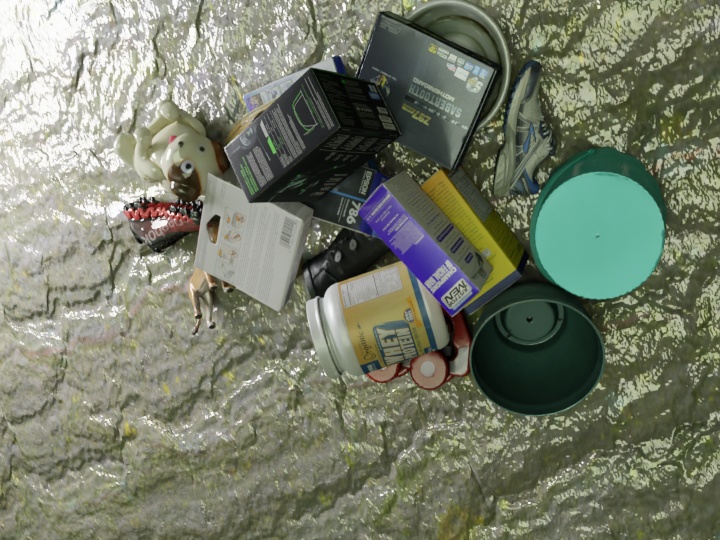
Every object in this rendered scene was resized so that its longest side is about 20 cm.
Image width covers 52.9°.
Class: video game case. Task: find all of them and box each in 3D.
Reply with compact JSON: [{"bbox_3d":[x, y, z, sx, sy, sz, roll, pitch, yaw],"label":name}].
[{"bbox_3d":[-0.082,-0.225,1.203,0.177,0.045,0.205,-14,101,25],"label":"video game case"}]

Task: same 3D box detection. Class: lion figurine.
[{"bbox_3d":[-0.286,0.014,1.342,0.201,0.071,0.124,-50,52,33],"label":"lion figurine"}]

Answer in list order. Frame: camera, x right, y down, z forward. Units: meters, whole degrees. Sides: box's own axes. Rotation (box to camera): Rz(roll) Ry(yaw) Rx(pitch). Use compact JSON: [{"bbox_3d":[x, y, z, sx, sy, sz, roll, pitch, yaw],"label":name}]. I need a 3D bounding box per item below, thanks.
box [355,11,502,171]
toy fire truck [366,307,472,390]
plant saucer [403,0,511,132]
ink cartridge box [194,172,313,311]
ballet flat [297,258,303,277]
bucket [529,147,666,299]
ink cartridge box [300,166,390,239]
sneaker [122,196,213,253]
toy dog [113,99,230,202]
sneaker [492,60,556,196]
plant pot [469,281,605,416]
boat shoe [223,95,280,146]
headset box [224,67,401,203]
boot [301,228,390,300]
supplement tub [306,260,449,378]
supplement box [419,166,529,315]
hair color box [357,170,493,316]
[{"bbox_3d":[0.089,-0.264,1.067,0.197,0.051,0.161,30,118,13],"label":"box"},{"bbox_3d":[0.093,0.103,1.217,0.194,0.112,0.173,5,90,19],"label":"toy fire truck"},{"bbox_3d":[0.133,-0.302,1.094,0.195,0.050,0.206,7,109,20],"label":"plant saucer"},{"bbox_3d":[-0.179,-0.051,1.192,0.173,0.045,0.203,27,129,8],"label":"ink cartridge box"},{"bbox_3d":[-0.142,-0.062,1.236,0.067,0.063,0.204,4,128,28],"label":"ballet flat"},{"bbox_3d":[0.342,-0.064,1.044,0.201,0.135,0.213,6,107,19],"label":"bucket"},{"bbox_3d":[-0.036,-0.124,1.154,0.195,0.039,0.102,17,90,14],"label":"ink cartridge box"},{"bbox_3d":[-0.349,-0.081,1.334,0.195,0.071,0.101,4,110,26],"label":"sneaker"},{"bbox_3d":[-0.303,-0.180,1.212,0.198,0.138,0.197,23,142,54],"label":"toy dog"},{"bbox_3d":[0.252,-0.207,1.077,0.083,0.077,0.205,10,118,7],"label":"sneaker"},{"bbox_3d":[0.264,0.100,1.115,0.194,0.135,0.205,3,118,6],"label":"plant pot"},{"bbox_3d":[-0.161,-0.229,1.165,0.198,0.076,0.072,-33,96,29],"label":"boat shoe"},{"bbox_3d":[-0.071,-0.180,1.036,0.198,0.173,0.094,-34,78,31],"label":"headset box"},{"bbox_3d":[0.000,-0.001,1.209,0.199,0.065,0.168,-39,65,25],"label":"boot"},{"bbox_3d":[0.027,0.075,1.115,0.195,0.145,0.148,-19,101,4],"label":"supplement tub"},{"bbox_3d":[0.158,-0.055,1.131,0.109,0.109,0.202,-37,91,26],"label":"supplement box"},{"bbox_3d":[0.096,-0.042,1.038,0.200,0.109,0.065,46,117,3],"label":"hair color box"}]
